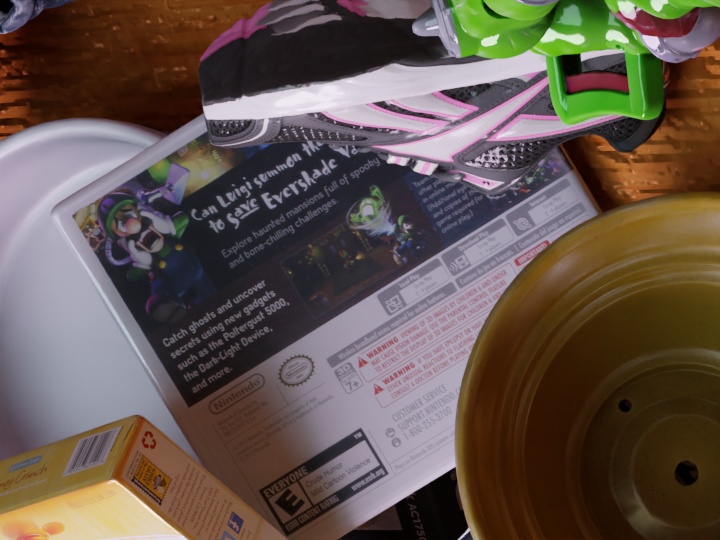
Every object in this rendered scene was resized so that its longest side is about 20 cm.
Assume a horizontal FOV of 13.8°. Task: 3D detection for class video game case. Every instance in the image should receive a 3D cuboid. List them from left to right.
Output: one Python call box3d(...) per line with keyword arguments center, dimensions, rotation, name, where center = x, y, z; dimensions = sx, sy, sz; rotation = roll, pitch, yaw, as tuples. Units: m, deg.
box3d(center=(0.000, 0.000, 1.250), dimensions=(0.199, 0.023, 0.182), rotation=(-31, 93, 3), name="video game case")

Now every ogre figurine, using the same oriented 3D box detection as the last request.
box3d(center=(0.103, -0.107, 1.061), dimensions=(0.120, 0.200, 0.099), rotation=(-18, 103, 47), name="ogre figurine")

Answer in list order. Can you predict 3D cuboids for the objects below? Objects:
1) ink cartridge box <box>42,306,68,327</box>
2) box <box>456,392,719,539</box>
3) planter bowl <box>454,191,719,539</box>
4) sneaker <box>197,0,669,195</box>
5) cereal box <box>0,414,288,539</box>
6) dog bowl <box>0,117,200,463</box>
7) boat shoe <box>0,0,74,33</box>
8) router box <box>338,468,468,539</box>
box3d(center=(-0.123, 0.104, 1.474), dimensions=(0.115, 0.068, 0.201), rotation=(-13, 105, 43), name="ink cartridge box")
box3d(center=(0.101, 0.170, 1.286), dimensions=(0.159, 0.046, 0.200), rotation=(46, 114, 9), name="box")
box3d(center=(0.135, 0.076, 1.191), dimensions=(0.200, 0.200, 0.083), rotation=(47, 171, 9), name="planter bowl")
box3d(center=(0.031, -0.066, 1.197), dimensions=(0.199, 0.081, 0.087), rotation=(-7, 123, 14), name="sneaker")
box3d(center=(-0.075, 0.147, 1.260), dimensions=(0.143, 0.040, 0.200), rotation=(-21, 126, 43), name="cereal box")
box3d(center=(-0.111, 0.034, 1.340), dimensions=(0.199, 0.079, 0.202), rotation=(-1, 87, 24), name="dog bowl")
box3d(center=(-0.193, -0.191, 1.346), dimensions=(0.200, 0.091, 0.071), rotation=(41, 134, 15), name="boat shoe")
box3d(center=(0.006, 0.147, 1.399), dimensions=(0.149, 0.051, 0.201), rotation=(-2, 112, 40), name="router box")
